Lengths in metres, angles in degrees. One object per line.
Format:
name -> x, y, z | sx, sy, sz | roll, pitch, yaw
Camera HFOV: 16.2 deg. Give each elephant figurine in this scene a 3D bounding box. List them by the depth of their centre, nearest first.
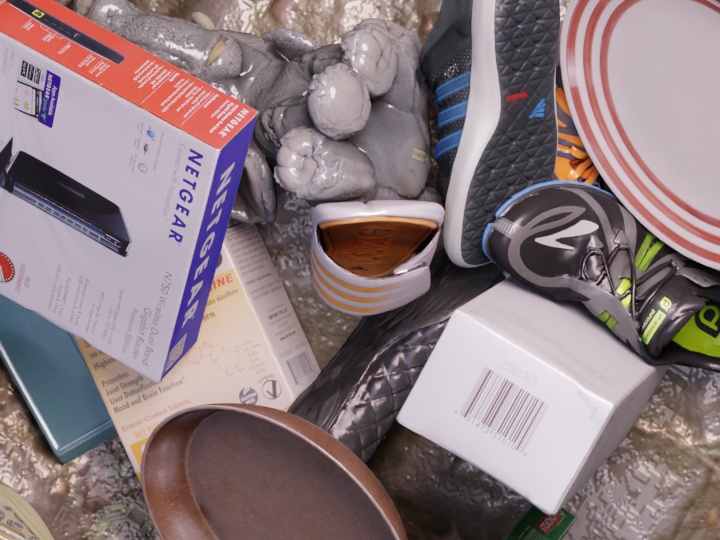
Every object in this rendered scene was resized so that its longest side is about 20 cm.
elephant figurine -> -0.060, -0.102, 1.567 | 0.200, 0.141, 0.156 | 8, 107, 34

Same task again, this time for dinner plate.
dinner plate -> 0.193, -0.090, 1.437 | 0.200, 0.024, 0.200 | 37, 144, 33

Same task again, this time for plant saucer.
plant saucer -> -0.046, 0.157, 1.574 | 0.200, 0.034, 0.201 | 20, 134, 23
plant saucer -> -0.225, 0.031, 1.706 | 0.070, 0.019, 0.200 | -29, 90, 19

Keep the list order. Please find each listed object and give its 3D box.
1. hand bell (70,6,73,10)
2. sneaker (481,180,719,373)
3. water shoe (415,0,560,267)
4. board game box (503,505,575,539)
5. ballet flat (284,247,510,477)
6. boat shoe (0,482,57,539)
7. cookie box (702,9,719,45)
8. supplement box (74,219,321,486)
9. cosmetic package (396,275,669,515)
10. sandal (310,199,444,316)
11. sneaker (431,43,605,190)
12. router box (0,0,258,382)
hand bell -> -0.179, -0.165, 1.641 | 0.104, 0.104, 0.200 | 41, 94, 7
sneaker -> 0.166, 0.007, 1.514 | 0.199, 0.083, 0.071 | 26, 103, -18
water shoe -> 0.074, -0.102, 1.514 | 0.079, 0.071, 0.200 | 35, 125, 47
board game box -> 0.067, 0.220, 1.549 | 0.029, 0.200, 0.135 | 34, 107, 9
ballet flat -> 0.028, 0.053, 1.593 | 0.200, 0.057, 0.066 | -45, 41, -7
boat shoe -> -0.210, 0.228, 1.707 | 0.200, 0.063, 0.073 | 41, 107, 7
cookie box -> 0.273, -0.154, 1.459 | 0.171, 0.075, 0.200 | -34, 89, -13
supplement box -> -0.119, 0.024, 1.643 | 0.126, 0.074, 0.200 | -25, 90, 18
cosmetic package -> 0.110, 0.066, 1.514 | 0.113, 0.200, 0.081 | 32, 105, 13
sandal -> 0.008, 0.000, 1.536 | 0.079, 0.207, 0.059 | -1, 80, -3
sneaker -> 0.149, -0.089, 1.551 | 0.200, 0.078, 0.112 | -17, 97, 29
router box -> -0.167, -0.053, 1.536 | 0.179, 0.049, 0.200 | 28, 133, 12
